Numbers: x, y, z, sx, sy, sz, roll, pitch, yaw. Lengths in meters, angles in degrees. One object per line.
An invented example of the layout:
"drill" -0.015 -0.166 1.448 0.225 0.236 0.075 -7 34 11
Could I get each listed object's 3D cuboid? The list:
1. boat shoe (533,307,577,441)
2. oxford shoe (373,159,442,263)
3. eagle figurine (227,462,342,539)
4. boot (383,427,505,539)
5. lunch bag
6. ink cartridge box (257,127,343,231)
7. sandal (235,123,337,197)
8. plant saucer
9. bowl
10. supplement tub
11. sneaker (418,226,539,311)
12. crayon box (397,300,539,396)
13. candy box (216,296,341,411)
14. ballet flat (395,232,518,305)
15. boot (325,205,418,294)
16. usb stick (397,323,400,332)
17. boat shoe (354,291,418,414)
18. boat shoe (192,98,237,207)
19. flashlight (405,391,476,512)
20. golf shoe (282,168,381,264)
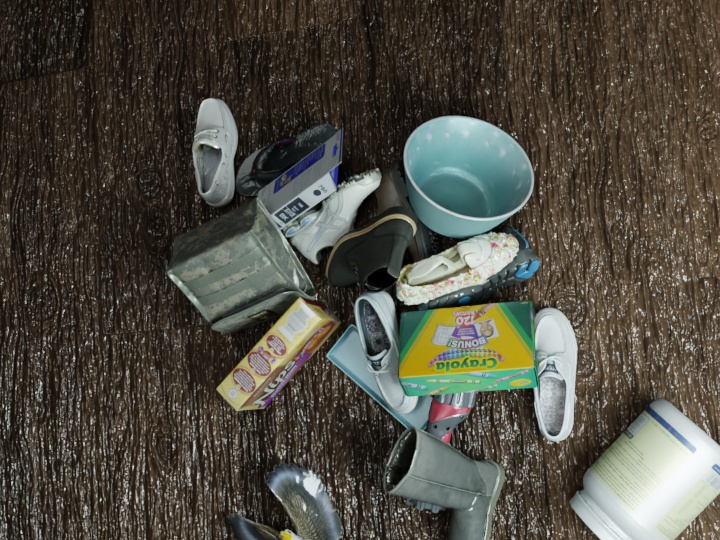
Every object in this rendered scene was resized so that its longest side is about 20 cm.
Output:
"boat shoe" 0.286 0.155 1.313 0.072 0.069 0.200 3 84 15
"oxford shoe" 0.073 -0.069 1.406 0.084 0.073 0.200 -27 74 27
"eagle figurine" -0.100 0.422 1.374 0.152 0.151 0.200 -16 39 -26
"boot" 0.114 0.334 1.273 0.073 0.200 0.182 5 77 45
"lunch bag" -0.184 0.013 1.403 0.164 0.200 0.118 -23 35 16
"ink cartridge box" -0.090 -0.139 1.410 0.200 0.039 0.100 -33 34 30
"sandal" -0.131 -0.192 1.477 0.200 0.048 0.075 -28 76 12
"plant saucer" 0.040 0.175 1.404 0.200 0.019 0.070 40 95 17
"bowl" 0.153 -0.128 1.341 0.201 0.105 0.201 6 55 -8
"supplement tub" 0.406 0.296 1.224 0.145 0.145 0.200 44 96 16
"sneaker" 0.177 0.007 1.369 0.200 0.073 0.082 -27 60 6
"crayon box" 0.159 0.116 1.300 0.200 0.058 0.119 -7 51 14
"candy box" -0.128 0.135 1.403 0.056 0.117 0.200 42 95 15
"ballet flat" 0.141 -0.007 1.311 0.200 0.064 0.076 -27 54 7
"boot" 0.000 0.000 1.340 0.077 0.138 0.200 32 134 -16
"usb stick" 0.143 0.103 1.377 0.200 0.033 0.056 -6 83 15
"boat shoe" 0.032 0.129 1.354 0.070 0.071 0.201 -16 88 30
"boat shoe" -0.254 -0.211 1.498 0.071 0.069 0.200 -12 73 16
"flashlight" 0.127 0.267 1.340 0.068 0.068 0.200 15 97 49
"golf shoe" -0.029 -0.087 1.420 0.200 0.078 0.097 -34 93 30
